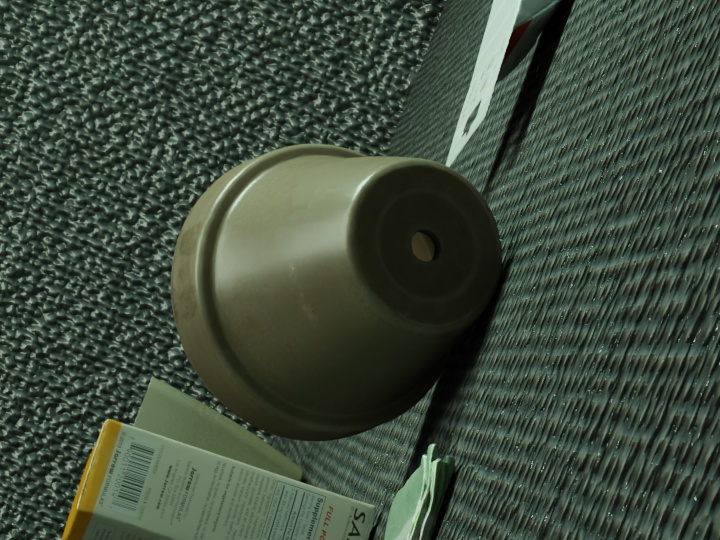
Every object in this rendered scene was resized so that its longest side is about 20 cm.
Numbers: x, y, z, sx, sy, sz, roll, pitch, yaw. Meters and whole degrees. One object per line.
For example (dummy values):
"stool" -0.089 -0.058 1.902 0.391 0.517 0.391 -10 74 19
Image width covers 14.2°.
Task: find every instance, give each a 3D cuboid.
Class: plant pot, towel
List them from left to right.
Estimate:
"plant pot" -0.163 0.234 2.884 0.200 0.177 0.201 141 150 -84
"plant pot" 0.000 0.000 1.863 0.175 0.200 0.201 -25 40 60
"towel" 0.003 0.210 1.682 0.153 0.023 0.200 118 173 -69

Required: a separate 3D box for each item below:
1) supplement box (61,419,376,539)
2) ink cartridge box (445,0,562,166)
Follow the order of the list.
"supplement box" -0.101 0.181 2.020 0.126 0.199 0.074 123 165 -68
"ink cartridge box" 0.122 -0.177 2.134 0.163 0.057 0.201 123 160 -73
